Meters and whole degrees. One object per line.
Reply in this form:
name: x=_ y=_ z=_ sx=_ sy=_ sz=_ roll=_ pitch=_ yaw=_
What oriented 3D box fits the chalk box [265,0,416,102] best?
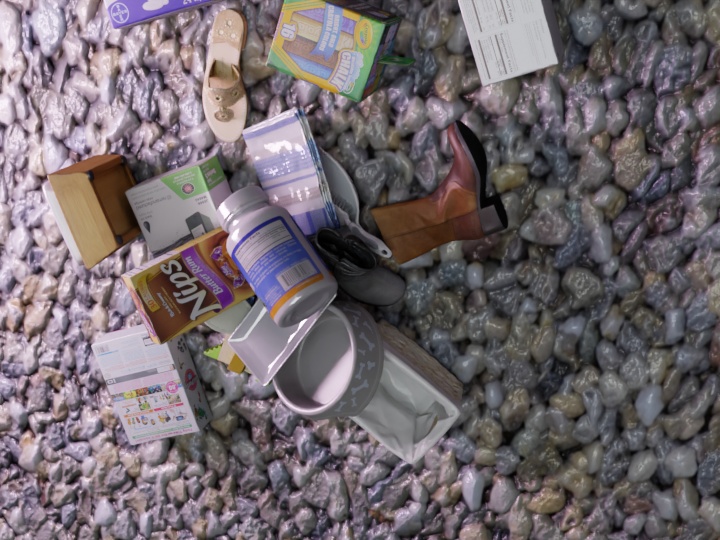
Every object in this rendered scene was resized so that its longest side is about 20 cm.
chalk box: x=-0.018 y=-0.332 z=1.496 sx=0.199 sy=0.124 sz=0.124 roll=24 pitch=111 yaw=7

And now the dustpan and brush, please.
dustpan and brush: x=-0.029 y=-0.086 z=1.613 sx=0.199 sy=0.057 sz=0.140 roll=34 pitch=113 yaw=2

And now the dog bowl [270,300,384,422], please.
dog bowl: x=-0.059 y=0.140 z=1.576 sx=0.199 sy=0.059 sz=0.201 roll=-11 pitch=72 yaw=37

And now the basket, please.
basket: x=0.059 y=0.191 z=1.649 sx=0.200 sy=0.123 sz=0.136 roll=39 pitch=112 yaw=-2

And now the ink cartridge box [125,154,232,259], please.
ink cartridge box: x=-0.275 y=-0.069 z=1.667 sx=0.145 sy=0.084 sz=0.201 roll=-17 pitch=104 yaw=18

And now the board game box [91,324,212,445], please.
board game box: x=-0.368 y=0.197 z=1.790 sx=0.147 sy=0.064 sz=0.201 roll=-13 pitch=103 yaw=19

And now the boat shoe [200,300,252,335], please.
boat shoe: x=-0.264 y=0.052 z=1.631 sx=0.201 sy=0.060 sz=0.072 roll=24 pitch=73 yaw=-19

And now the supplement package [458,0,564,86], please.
supplement package: x=0.204 y=-0.378 z=1.408 sx=0.110 sy=0.156 sz=0.201 roll=-13 pitch=104 yaw=18

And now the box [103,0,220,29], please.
box: x=-0.309 y=-0.489 z=1.527 sx=0.183 sy=0.105 sz=0.201 roll=-11 pitch=104 yaw=16

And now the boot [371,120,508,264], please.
boot: x=0.110 y=-0.121 z=1.580 sx=0.199 sy=0.069 sz=0.189 roll=-16 pitch=111 yaw=26

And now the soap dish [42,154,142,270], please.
soap dish: x=-0.419 y=-0.104 z=1.632 sx=0.081 sy=0.200 sz=0.158 roll=-18 pitch=102 yaw=13

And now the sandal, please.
sandal: x=-0.221 y=-0.302 z=1.585 sx=0.077 sy=0.070 sz=0.213 roll=10 pitch=110 yaw=11

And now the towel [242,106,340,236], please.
towel: x=-0.112 y=-0.148 z=1.596 sx=0.146 sy=0.024 sz=0.201 roll=-11 pitch=100 yaw=44

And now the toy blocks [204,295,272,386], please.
toy blocks: x=-0.145 y=0.112 z=1.699 sx=0.199 sy=0.100 sz=0.137 roll=22 pitch=101 yaw=4

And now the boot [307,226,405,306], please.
boot: x=0.000 y=0.000 z=1.573 sx=0.199 sy=0.132 sz=0.070 roll=22 pitch=77 yaw=-18

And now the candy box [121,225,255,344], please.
candy box: x=-0.255 y=0.017 z=1.567 sx=0.199 sy=0.056 sz=0.117 roll=-29 pitch=106 yaw=-22

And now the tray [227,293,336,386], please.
tray: x=-0.120 y=0.075 z=1.582 sx=0.107 sy=0.022 sz=0.200 roll=47 pitch=109 yaw=27

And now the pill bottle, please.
pill bottle: x=-0.131 y=-0.025 z=1.507 sx=0.112 sy=0.112 sz=0.200 roll=-42 pitch=73 yaw=22
